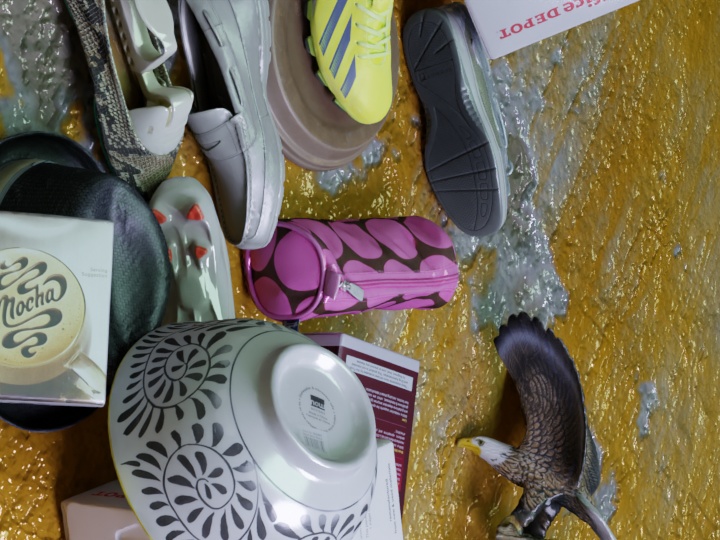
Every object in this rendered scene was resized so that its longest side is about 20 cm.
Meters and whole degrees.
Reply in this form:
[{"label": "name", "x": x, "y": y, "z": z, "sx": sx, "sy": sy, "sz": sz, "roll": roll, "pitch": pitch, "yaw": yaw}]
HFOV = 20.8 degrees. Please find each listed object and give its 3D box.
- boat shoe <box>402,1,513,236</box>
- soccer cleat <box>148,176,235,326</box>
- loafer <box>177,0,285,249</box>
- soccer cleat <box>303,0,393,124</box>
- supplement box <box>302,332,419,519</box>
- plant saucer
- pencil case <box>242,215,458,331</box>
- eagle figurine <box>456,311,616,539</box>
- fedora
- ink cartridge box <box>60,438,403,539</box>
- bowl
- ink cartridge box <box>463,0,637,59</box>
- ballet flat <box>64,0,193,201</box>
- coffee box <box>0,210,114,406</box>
[{"label": "boat shoe", "x": 0.092, "y": -0.130, "z": 1.691, "sx": 0.065, "sy": 0.074, "sz": 0.202, "roll": -25, "pitch": 100, "yaw": -50}, {"label": "soccer cleat", "x": -0.118, "y": 0.030, "z": 1.405, "sx": 0.078, "sy": 0.069, "sz": 0.200, "roll": -72, "pitch": 160, "yaw": -76}, {"label": "loafer", "x": -0.101, "y": -0.112, "z": 1.439, "sx": 0.070, "sy": 0.070, "sz": 0.200, "roll": -12, "pitch": 100, "yaw": -35}, {"label": "soccer cleat", "x": 0.001, "y": -0.212, "z": 1.512, "sx": 0.065, "sy": 0.084, "sz": 0.200, "roll": -23, "pitch": 107, "yaw": -52}, {"label": "supplement box", "x": -0.016, "y": 0.157, "z": 1.538, "sx": 0.109, "sy": 0.061, "sz": 0.200, "roll": 23, "pitch": 69, "yaw": -50}, {"label": "plant saucer", "x": -0.028, "y": -0.180, "z": 1.566, "sx": 0.200, "sy": 0.029, "sz": 0.200, "roll": 5, "pitch": 83, "yaw": -54}, {"label": "pencil case", "x": 0.000, "y": 0.000, "z": 1.540, "sx": 0.200, "sy": 0.094, "sz": 0.091, "roll": -8, "pitch": 99, "yaw": -54}, {"label": "eagle figurine", "x": 0.160, "y": 0.153, "z": 1.727, "sx": 0.151, "sy": 0.152, "sz": 0.200, "roll": 28, "pitch": 70, "yaw": -28}, {"label": "fedora", "x": -0.185, "y": 0.007, "z": 1.288, "sx": 0.200, "sy": 0.092, "sz": 0.201, "roll": 4, "pitch": 85, "yaw": -53}, {"label": "ink cartridge box", "x": -0.087, "y": 0.177, "z": 1.371, "sx": 0.200, "sy": 0.146, "sz": 0.084, "roll": -18, "pitch": 105, "yaw": -51}, {"label": "bowl", "x": -0.053, "y": 0.104, "z": 1.250, "sx": 0.201, "sy": 0.094, "sz": 0.201, "roll": 28, "pitch": 45, "yaw": -32}, {"label": "ink cartridge box", "x": 0.132, "y": -0.313, "z": 1.649, "sx": 0.146, "sy": 0.147, "sz": 0.200, "roll": -97, "pitch": 163, "yaw": -59}, {"label": "ballet flat", "x": -0.155, "y": -0.142, "z": 1.353, "sx": 0.068, "sy": 0.075, "sz": 0.200, "roll": -35, "pitch": 116, "yaw": -50}, {"label": "coffee box", "x": -0.253, "y": 0.019, "z": 1.148, "sx": 0.200, "sy": 0.080, "sz": 0.113, "roll": 6, "pitch": 85, "yaw": -28}]
